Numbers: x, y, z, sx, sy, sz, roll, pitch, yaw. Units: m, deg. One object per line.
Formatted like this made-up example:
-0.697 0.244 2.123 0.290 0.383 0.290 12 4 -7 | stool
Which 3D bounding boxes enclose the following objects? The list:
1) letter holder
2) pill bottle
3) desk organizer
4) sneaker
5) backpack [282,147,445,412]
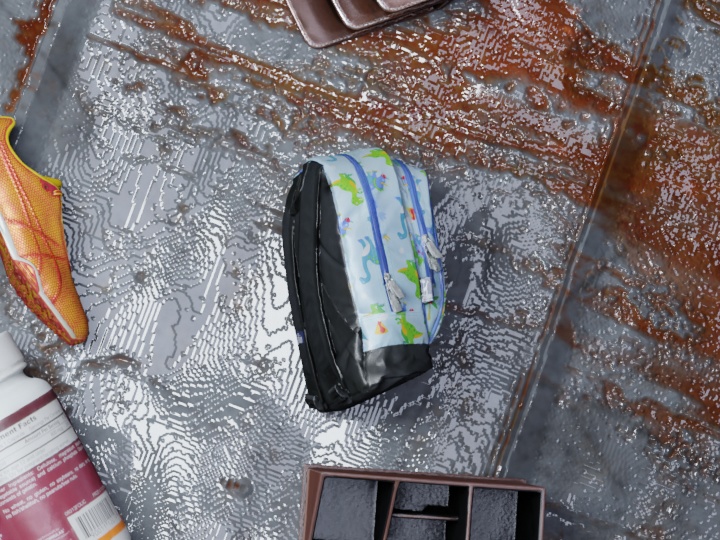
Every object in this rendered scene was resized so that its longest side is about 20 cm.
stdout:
-0.013 -0.305 1.648 0.141 0.101 0.202 -19 91 -9 | letter holder
-0.278 0.159 1.567 0.113 0.114 0.201 -29 92 -11 | pill bottle
0.052 0.207 1.646 0.198 0.077 0.073 5 86 -10 | desk organizer
-0.266 -0.034 1.602 0.077 0.073 0.202 -27 95 -21 | sneaker
0.000 0.000 1.617 0.153 0.163 0.202 -21 85 -19 | backpack
